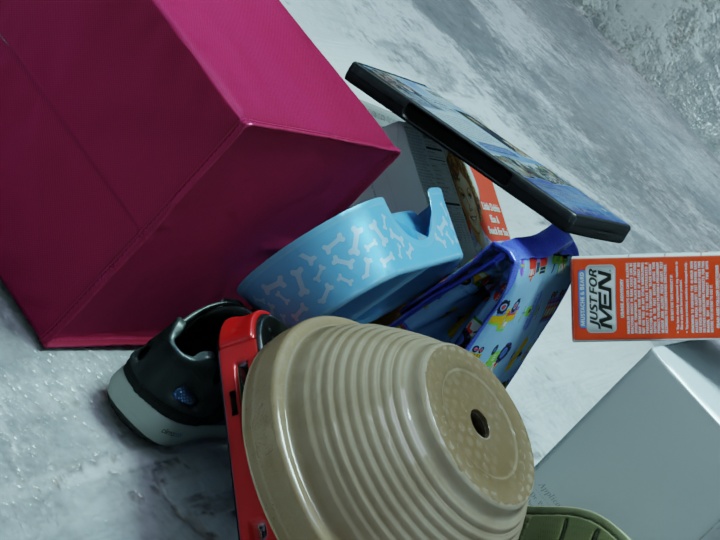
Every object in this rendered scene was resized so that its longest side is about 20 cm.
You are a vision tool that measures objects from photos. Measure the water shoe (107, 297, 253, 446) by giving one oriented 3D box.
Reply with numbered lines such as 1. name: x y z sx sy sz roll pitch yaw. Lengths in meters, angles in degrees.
1. water shoe: -0.080 0.059 1.221 0.072 0.079 0.200 46 19 9

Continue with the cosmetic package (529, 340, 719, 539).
1. cosmetic package: 0.210 0.158 1.416 0.123 0.200 0.199 49 19 16

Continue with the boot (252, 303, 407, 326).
1. boot: -0.039 0.005 1.441 0.144 0.070 0.203 -47 127 -44

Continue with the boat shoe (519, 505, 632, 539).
1. boat shoe: 0.130 0.194 1.266 0.068 0.075 0.199 39 -13 -37

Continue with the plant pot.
1. plant pot: 0.032 0.104 1.107 0.201 0.092 0.202 39 33 -32

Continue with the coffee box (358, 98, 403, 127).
1. coffee box: -0.063 -0.096 1.505 0.079 0.114 0.199 24 4 37

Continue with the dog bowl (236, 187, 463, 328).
1. dog bowl: 0.000 0.000 1.271 0.050 0.111 0.200 59 24 8

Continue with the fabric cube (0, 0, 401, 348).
1. fabric cube: -0.136 -0.087 1.237 0.200 0.200 0.196 52 20 19

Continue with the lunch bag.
1. lunch bag: 0.079 0.044 1.389 0.094 0.200 0.150 49 19 15

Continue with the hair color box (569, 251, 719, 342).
1. hair color box: 0.251 0.017 1.380 0.111 0.198 0.065 -3 93 -78

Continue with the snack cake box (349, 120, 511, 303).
1. snack cake box: 0.050 -0.040 1.466 0.200 0.067 0.116 4 67 -70

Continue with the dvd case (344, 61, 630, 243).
1. dvd case: 0.092 -0.083 1.400 0.199 0.018 0.142 37 12 20

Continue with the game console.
1. game console: -0.021 0.135 1.153 0.177 0.031 0.201 43 31 -50
